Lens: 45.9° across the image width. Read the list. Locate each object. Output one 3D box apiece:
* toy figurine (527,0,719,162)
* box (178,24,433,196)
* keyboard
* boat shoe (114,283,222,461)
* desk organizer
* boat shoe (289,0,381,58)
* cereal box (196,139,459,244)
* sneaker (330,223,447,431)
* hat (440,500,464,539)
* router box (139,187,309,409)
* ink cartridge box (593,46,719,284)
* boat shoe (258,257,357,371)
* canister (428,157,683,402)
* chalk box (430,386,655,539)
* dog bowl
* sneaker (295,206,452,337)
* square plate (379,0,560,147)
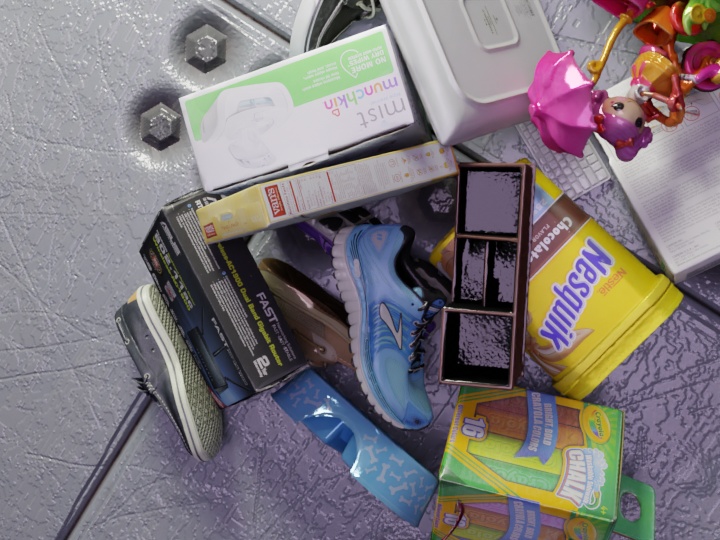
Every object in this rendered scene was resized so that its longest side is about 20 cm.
[{"bbox_3d":[0.239,-0.173,0.765,0.200,0.150,0.184,38,86,-8],"label":"toy figurine"},{"bbox_3d":[-0.042,-0.138,0.816,0.200,0.176,0.097,-16,88,11],"label":"box"},{"bbox_3d":[0.178,-0.165,0.859,0.056,0.011,0.200,-30,87,10],"label":"keyboard"},{"bbox_3d":[-0.206,0.114,0.914,0.062,0.075,0.200,-28,83,16],"label":"boat shoe"},{"bbox_3d":[0.114,0.002,0.763,0.072,0.077,0.200,4,95,16],"label":"desk organizer"},{"bbox_3d":[-0.005,-0.290,0.856,0.064,0.071,0.200,30,96,9],"label":"boat shoe"},{"bbox_3d":[-0.031,-0.070,0.768,0.200,0.144,0.040,-18,95,-30],"label":"cereal box"},{"bbox_3d":[0.038,0.051,0.780,0.090,0.078,0.200,-14,94,18],"label":"sneaker"},{"bbox_3d":[0.047,0.308,0.847,0.166,0.200,0.176,34,75,-34],"label":"hat"},{"bbox_3d":[-0.143,0.034,0.853,0.062,0.150,0.200,-27,86,-27],"label":"router box"},{"bbox_3d":[0.328,-0.109,0.824,0.161,0.050,0.200,-27,69,8],"label":"ink cartridge box"},{"bbox_3d":[-0.036,0.067,0.884,0.200,0.071,0.065,37,105,15],"label":"boat shoe"},{"bbox_3d":[0.184,0.007,0.828,0.200,0.087,0.149,44,101,7],"label":"canister"},{"bbox_3d":[0.177,0.201,0.797,0.200,0.124,0.124,10,135,10],"label":"chalk box"},{"bbox_3d":[-0.003,0.169,0.845,0.200,0.111,0.050,37,83,29],"label":"dog bowl"},{"bbox_3d":[0.000,0.000,0.869,0.200,0.081,0.083,41,121,14],"label":"sneaker"},{"bbox_3d":[0.113,-0.230,0.793,0.028,0.198,0.200,-24,88,55],"label":"square plate"}]
